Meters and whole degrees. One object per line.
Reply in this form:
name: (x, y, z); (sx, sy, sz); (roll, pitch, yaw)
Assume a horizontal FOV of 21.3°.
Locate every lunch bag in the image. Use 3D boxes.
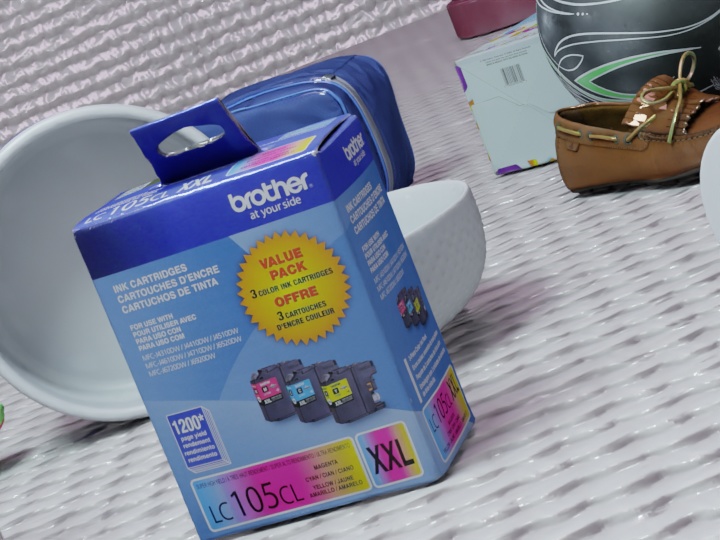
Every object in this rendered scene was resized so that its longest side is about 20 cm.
lunch bag: (-0.067, -0.091, 1.635); (0.198, 0.137, 0.132); (-17, 11, 23)

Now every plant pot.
plant pot: (0.200, -0.449, 2.737); (0.198, 0.180, 0.200); (-20, 10, 4)

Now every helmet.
helmet: (0.228, -0.194, 1.438); (0.190, 0.201, 0.200); (-27, 9, 14)

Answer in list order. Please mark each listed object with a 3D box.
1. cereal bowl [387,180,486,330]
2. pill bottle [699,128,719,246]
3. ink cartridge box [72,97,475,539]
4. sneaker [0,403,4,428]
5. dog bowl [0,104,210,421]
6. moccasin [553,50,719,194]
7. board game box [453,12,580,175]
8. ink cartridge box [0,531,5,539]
cereal bowl: (-0.014, 0.022, 1.134); (0.198, 0.084, 0.200); (-20, 11, 4)
pill bottle: (0.268, -0.065, 0.936); (0.199, 0.115, 0.114); (-28, 13, -28)
ink cartridge box: (-0.046, 0.014, 0.925); (0.135, 0.202, 0.076); (-17, 11, 19)
sneaker: (-0.327, 0.118, 1.261); (0.198, 0.084, 0.077); (-19, 12, 14)
dog bowl: (-0.164, -0.007, 1.251); (0.199, 0.202, 0.079); (-23, 9, -9)
moccasin: (0.210, -0.104, 1.325); (0.073, 0.078, 0.201); (-27, 12, -30)
board game box: (0.183, -0.169, 1.626); (0.104, 0.104, 0.200); (-13, 14, 37)
ink cartridge box: (-0.245, 0.093, 0.925); (0.082, 0.201, 0.147); (-25, 11, -5)
